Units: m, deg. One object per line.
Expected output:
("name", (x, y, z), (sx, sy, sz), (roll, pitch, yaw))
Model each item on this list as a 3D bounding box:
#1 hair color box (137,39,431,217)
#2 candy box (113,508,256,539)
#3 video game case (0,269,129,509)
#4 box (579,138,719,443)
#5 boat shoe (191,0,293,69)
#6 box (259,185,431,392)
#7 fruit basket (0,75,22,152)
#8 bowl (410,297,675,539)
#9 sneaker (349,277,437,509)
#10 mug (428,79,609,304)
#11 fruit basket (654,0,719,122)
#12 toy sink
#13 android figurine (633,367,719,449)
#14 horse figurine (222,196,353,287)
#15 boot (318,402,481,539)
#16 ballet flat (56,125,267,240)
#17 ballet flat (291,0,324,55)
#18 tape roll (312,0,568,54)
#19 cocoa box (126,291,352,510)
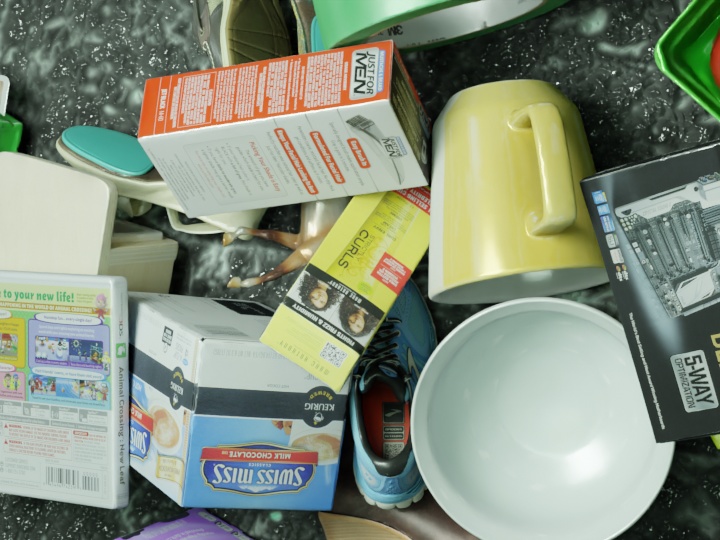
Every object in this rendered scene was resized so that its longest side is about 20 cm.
("hair color box", (-0.056, -0.106, 1.548), (0.199, 0.111, 0.064), (-6, 56, 16))
("candy box", (-0.099, 0.281, 1.639), (0.199, 0.168, 0.072), (28, 104, 18))
("video game case", (-0.266, 0.092, 1.649), (0.199, 0.022, 0.183), (3, 95, 36))
("box", (0.257, 0.010, 1.424), (0.157, 0.050, 0.201), (-13, 95, 37))
("boat shoe", (-0.104, -0.201, 1.661), (0.066, 0.072, 0.202), (-28, 58, 39))
("box", (0.000, 0.000, 1.556), (0.075, 0.200, 0.050), (34, 133, 1))
("fruit basket", (-0.400, -0.097, 1.791), (0.199, 0.094, 0.186), (15, 98, 25))
("bowl", (0.143, 0.110, 1.555), (0.200, 0.090, 0.202), (2, 102, 12))
("sneaker", (0.025, 0.079, 1.583), (0.078, 0.090, 0.201), (-7, 70, 0))
("mug", (0.130, -0.065, 1.542), (0.186, 0.149, 0.154), (-17, 76, 48))
("fruit basket", (0.318, -0.178, 1.430), (0.155, 0.215, 0.216), (44, 107, 15))
("toy sink", (-0.238, 0.007, 1.709), (0.130, 0.112, 0.201), (15, 102, 30))
("android figurine", (0.294, 0.051, 1.537), (0.182, 0.041, 0.201), (-30, 83, 21))
("horse figurine", (-0.046, -0.059, 1.651), (0.132, 0.050, 0.201), (0, 81, -11))
("boot", (0.059, 0.158, 1.622), (0.199, 0.072, 0.167), (-7, 83, 14))
("ballet flat", (-0.169, -0.068, 1.714), (0.199, 0.069, 0.070), (15, 98, 20))
("ballet flat", (-0.025, -0.208, 1.641), (0.070, 0.071, 0.201), (-9, 77, 23))
("tape roll", (0.064, -0.209, 1.533), (0.199, 0.200, 0.048), (-16, 87, 22))
("cocoa box", (-0.109, 0.102, 1.606), (0.200, 0.133, 0.132), (22, 105, 63))
